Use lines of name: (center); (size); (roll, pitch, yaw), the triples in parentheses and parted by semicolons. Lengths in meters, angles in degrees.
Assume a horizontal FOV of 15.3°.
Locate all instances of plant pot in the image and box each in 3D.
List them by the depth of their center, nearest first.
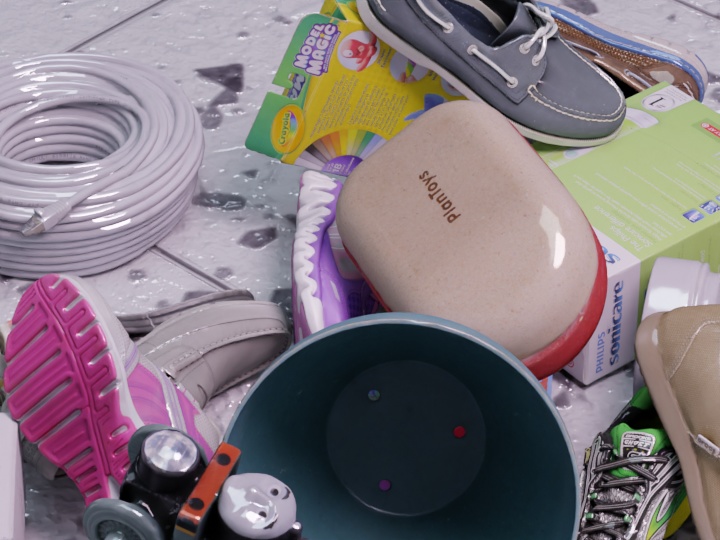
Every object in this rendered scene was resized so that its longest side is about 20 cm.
plant pot: (0.023, 0.111, 1.516); (0.199, 0.201, 0.135); (2, 11, 2)

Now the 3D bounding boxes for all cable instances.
cable: (-0.154, 0.033, 1.676); (0.200, 0.097, 0.050); (-23, 62, -26)
cable: (-0.206, -0.075, 1.841); (0.200, 0.069, 0.200); (-19, 40, -25)

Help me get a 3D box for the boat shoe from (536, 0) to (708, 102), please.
boat shoe: (0.147, -0.144, 1.929); (0.199, 0.072, 0.072); (11, 39, 14)

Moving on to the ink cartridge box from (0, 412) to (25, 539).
ink cartridge box: (-0.262, 0.174, 1.493); (0.146, 0.085, 0.200); (-2, 37, -3)

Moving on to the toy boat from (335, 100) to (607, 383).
toy boat: (0.080, -0.001, 1.638); (0.130, 0.131, 0.200); (-38, 42, 3)

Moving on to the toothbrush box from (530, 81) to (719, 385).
toothbrush box: (0.176, -0.029, 1.765); (0.200, 0.086, 0.146); (-25, 43, -31)

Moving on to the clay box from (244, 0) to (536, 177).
clay box: (0.026, -0.115, 1.797); (0.200, 0.115, 0.048); (13, 30, -25)

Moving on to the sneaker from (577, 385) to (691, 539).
sneaker: (0.144, 0.136, 1.546); (0.078, 0.085, 0.200); (13, 39, 17)

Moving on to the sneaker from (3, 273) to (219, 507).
sneaker: (-0.136, 0.092, 1.563); (0.081, 0.200, 0.088); (-28, -4, 27)

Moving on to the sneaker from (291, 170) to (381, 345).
sneaker: (0.000, 0.000, 1.721); (0.088, 0.081, 0.200); (3, 30, 1)

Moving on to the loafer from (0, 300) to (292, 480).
loafer: (-0.123, 0.076, 1.647); (0.200, 0.070, 0.070); (-23, 56, -26)

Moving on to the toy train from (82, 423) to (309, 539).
toy train: (-0.090, 0.166, 1.423); (0.114, 0.200, 0.085); (23, 45, 7)

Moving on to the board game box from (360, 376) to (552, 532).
board game box: (0.039, 0.080, 1.656); (0.158, 0.039, 0.200); (4, 36, 4)

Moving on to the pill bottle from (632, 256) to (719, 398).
pill bottle: (0.272, 0.052, 1.636); (0.199, 0.115, 0.114); (9, 38, 11)

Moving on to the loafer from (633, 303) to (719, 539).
loafer: (0.222, 0.107, 1.524); (0.076, 0.067, 0.200); (-16, 77, -52)

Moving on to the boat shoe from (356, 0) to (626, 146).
boat shoe: (0.095, -0.146, 1.738); (0.200, 0.062, 0.073); (28, 51, -14)
